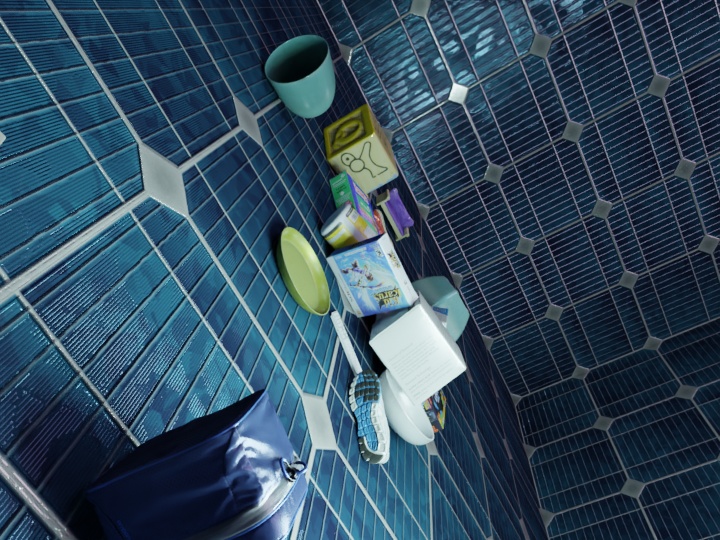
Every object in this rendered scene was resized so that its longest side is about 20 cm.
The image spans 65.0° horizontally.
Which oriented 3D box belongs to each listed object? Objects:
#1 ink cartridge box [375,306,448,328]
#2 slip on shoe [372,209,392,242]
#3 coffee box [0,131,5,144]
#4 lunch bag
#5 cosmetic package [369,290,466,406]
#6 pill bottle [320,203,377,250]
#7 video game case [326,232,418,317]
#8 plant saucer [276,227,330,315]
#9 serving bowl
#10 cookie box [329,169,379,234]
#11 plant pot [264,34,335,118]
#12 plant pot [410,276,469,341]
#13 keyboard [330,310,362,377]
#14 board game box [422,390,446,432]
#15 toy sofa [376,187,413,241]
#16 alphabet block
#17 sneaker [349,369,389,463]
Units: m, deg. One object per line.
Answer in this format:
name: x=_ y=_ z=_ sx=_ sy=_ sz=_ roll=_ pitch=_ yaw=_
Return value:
ink cartridge box: x=0.146 y=0.151 z=1.601 sx=0.145 sy=0.193 sz=0.087 roll=-48 pitch=146 yaw=-73
slip on shoe: x=0.066 y=-0.114 z=2.004 sx=0.060 sy=0.073 sz=0.206 roll=-18 pitch=90 yaw=-39
coffee box: x=-0.400 y=-0.137 z=0.431 sx=0.202 sy=0.078 sz=0.115 roll=54 pitch=20 yaw=-36
lunch bag: x=-0.142 y=0.219 z=0.552 sx=0.136 sy=0.195 sz=0.136 roll=-35 pitch=101 yaw=-79
cosmetic package: x=0.142 y=0.192 z=1.439 sx=0.202 sy=0.163 sz=0.165 roll=53 pitch=9 yaw=-5
pill bottle: x=-0.007 y=-0.070 z=1.515 sx=0.200 sy=0.111 sz=0.113 roll=47 pitch=20 yaw=-14
video game case: x=0.026 y=0.018 z=1.426 sx=0.045 sy=0.197 sz=0.185 roll=-41 pitch=107 yaw=-42
plant saucer: x=-0.127 y=0.006 z=1.223 sx=0.203 sy=0.030 sz=0.202 roll=58 pitch=17 yaw=-29
serving bowl: x=0.098 y=0.343 z=1.385 sx=0.202 sy=0.065 sz=0.201 roll=51 pitch=10 yaw=-13
cookie box: x=-0.015 y=-0.185 z=1.794 sx=0.171 sy=0.074 sz=0.205 roll=41 pitch=29 yaw=-55
plant pot: x=-0.161 y=-0.550 z=1.650 sx=0.163 sy=0.194 sz=0.205 roll=65 pitch=10 yaw=-53
plant pot: x=0.242 y=0.137 z=1.871 sx=0.199 sy=0.197 sz=0.197 roll=56 pitch=1 yaw=-30
keyboard: x=-0.023 y=0.192 z=1.334 sx=0.206 sy=0.010 sz=0.056 roll=68 pitch=15 yaw=4
board game box: x=0.205 y=0.377 z=1.743 sx=0.169 sy=0.055 sz=0.200 roll=65 pitch=15 yaw=-8
toy sofa: x=0.149 y=-0.237 z=2.379 sx=0.203 sy=0.095 sz=0.084 roll=59 pitch=16 yaw=-25
alphabet block: x=0.001 y=-0.412 z=1.971 sx=0.201 sy=0.191 sz=0.200 roll=51 pitch=19 yaw=-42
sneaker: x=0.025 y=0.319 z=1.226 sx=0.087 sy=0.073 sz=0.206 roll=53 pitch=26 yaw=-58
